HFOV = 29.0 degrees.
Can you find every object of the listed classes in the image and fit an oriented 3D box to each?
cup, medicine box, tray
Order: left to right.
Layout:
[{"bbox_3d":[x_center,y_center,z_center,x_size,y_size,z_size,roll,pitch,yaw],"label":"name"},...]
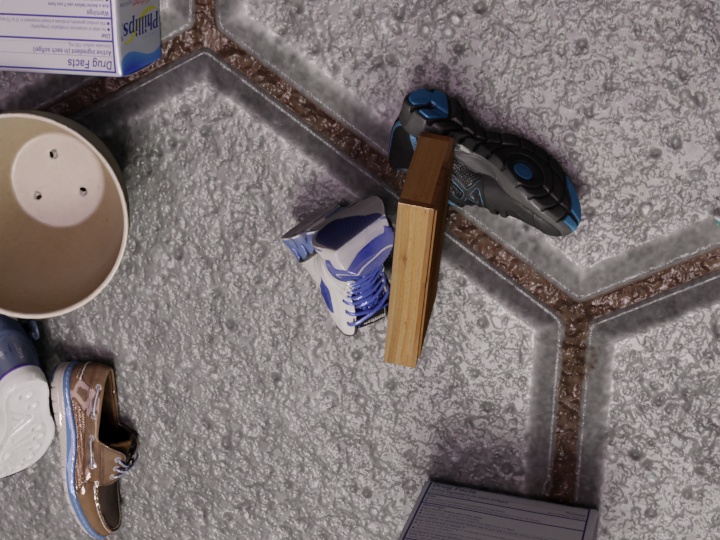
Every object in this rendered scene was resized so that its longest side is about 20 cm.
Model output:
[{"bbox_3d":[-0.314,-0.073,1.378,0.197,0.144,0.203,1,109,2],"label":"cup"},{"bbox_3d":[-0.295,-0.294,1.328,0.179,0.103,0.203,5,110,15],"label":"medicine box"},{"bbox_3d":[0.054,-0.016,1.284,0.036,0.099,0.202,10,134,8],"label":"tray"},{"bbox_3d":[0.127,0.304,1.348,0.179,0.200,0.105,8,109,13],"label":"medicine box"}]

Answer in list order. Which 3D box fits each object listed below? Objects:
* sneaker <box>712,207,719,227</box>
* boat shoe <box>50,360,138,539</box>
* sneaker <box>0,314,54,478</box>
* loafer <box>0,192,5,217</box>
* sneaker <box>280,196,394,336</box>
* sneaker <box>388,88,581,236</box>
[{"bbox_3d":[0.390,-0.092,1.214,0.093,0.070,0.201,33,117,-4],"label":"sneaker"},{"bbox_3d":[-0.282,0.197,1.510,0.071,0.072,0.203,-5,107,16],"label":"boat shoe"},{"bbox_3d":[-0.399,0.119,1.528,0.147,0.080,0.201,54,147,26],"label":"sneaker"},{"bbox_3d":[-0.398,-0.071,1.456,0.071,0.063,0.203,-2,108,16],"label":"loafer"},{"bbox_3d":[0.000,0.000,1.310,0.080,0.199,0.116,-34,102,-13],"label":"sneaker"},{"bbox_3d":[0.116,-0.089,1.306,0.199,0.073,0.082,36,132,7],"label":"sneaker"}]
